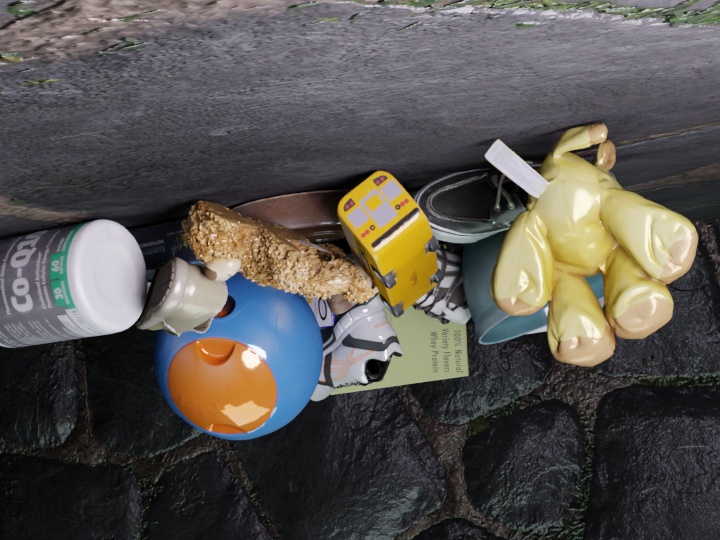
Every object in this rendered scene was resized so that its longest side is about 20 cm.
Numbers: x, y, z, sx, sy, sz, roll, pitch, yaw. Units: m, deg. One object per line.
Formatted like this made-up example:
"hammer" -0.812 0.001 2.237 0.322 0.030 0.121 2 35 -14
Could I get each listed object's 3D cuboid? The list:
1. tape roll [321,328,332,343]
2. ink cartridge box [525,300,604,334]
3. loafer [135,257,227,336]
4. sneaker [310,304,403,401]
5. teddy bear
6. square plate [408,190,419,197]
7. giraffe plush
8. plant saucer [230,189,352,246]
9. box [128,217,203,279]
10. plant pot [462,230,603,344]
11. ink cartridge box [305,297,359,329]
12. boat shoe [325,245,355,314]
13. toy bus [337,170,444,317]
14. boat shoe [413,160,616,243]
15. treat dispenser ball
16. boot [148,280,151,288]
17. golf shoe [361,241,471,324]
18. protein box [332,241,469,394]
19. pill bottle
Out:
"tape roll" -0.090 0.046 1.664 0.202 0.205 0.037 -9 176 39
"ink cartridge box" 0.223 -0.013 1.574 0.145 0.148 0.200 -10 -173 17
"loafer" -0.180 0.033 1.269 0.068 0.076 0.200 21 172 -13
"sneaker" -0.017 0.118 1.536 0.073 0.080 0.200 -19 159 -37
"teddy bear" -0.079 -0.005 1.211 0.199 0.067 0.145 15 -168 -45
"square plate" 0.081 -0.073 1.463 0.199 0.029 0.197 -9 178 36
"giraffe plush" 0.195 -0.034 1.087 0.172 0.201 0.162 -34 174 19
"plant saucer" -0.042 -0.050 1.321 0.198 0.035 0.200 -4 172 -1
"box" -0.211 -0.023 1.420 0.198 0.052 0.157 -9 179 27
"plant pot" 0.188 -0.025 1.328 0.199 0.135 0.200 -23 167 -6
"ink cartridge box" -0.072 0.008 1.575 0.199 0.138 0.076 -9 178 39
"boat shoe" 0.000 0.000 1.436 0.072 0.073 0.200 -3 -168 28
"toy bus" 0.030 -0.020 1.216 0.065 0.078 0.200 -39 164 -6
"boat shoe" 0.147 -0.075 1.213 0.198 0.071 0.064 -7 164 -3
"treat dispenser ball" -0.143 0.096 1.466 0.199 0.203 0.201 -8 178 0
"boot" -0.260 0.062 1.674 0.186 0.069 0.201 -7 134 -7
"golf shoe" 0.084 0.019 1.377 0.199 0.095 0.078 -19 168 -39
"protein box" 0.037 0.046 1.760 0.198 0.200 0.135 -7 -162 -6
"pill bottle" -0.324 0.018 1.267 0.199 0.114 0.113 -10 177 28
